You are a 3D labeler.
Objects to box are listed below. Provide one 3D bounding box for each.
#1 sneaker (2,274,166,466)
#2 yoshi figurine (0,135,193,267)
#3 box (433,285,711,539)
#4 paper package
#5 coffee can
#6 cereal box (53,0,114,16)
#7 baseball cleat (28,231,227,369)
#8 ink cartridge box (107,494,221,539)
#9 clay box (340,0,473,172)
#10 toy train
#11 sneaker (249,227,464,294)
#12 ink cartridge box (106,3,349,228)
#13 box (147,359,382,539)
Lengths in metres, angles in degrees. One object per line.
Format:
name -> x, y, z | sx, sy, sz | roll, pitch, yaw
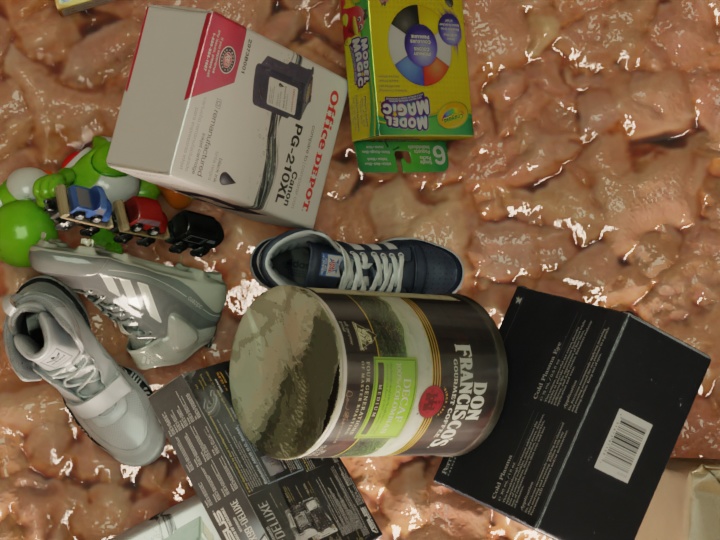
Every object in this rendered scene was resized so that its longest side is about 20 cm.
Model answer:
sneaker -> -0.251, 0.095, 1.631 | 0.075, 0.115, 0.200 | -35, 89, 6
yoshi figurine -> -0.253, -0.056, 1.649 | 0.199, 0.112, 0.113 | -18, 95, -2
box -> 0.183, 0.132, 1.623 | 0.104, 0.182, 0.201 | 27, 86, -28
paper package -> 0.311, 0.262, 1.628 | 0.103, 0.200, 0.192 | 3, 87, -5
coffee can -> 0.007, 0.089, 1.595 | 0.199, 0.146, 0.147 | 4, 86, -42
cereal box -> -0.203, -0.331, 1.696 | 0.199, 0.040, 0.145 | -18, 89, -5
baseball cleat -> -0.207, 0.032, 1.633 | 0.199, 0.070, 0.107 | 12, 91, -33
ink cartridge box -> -0.159, 0.290, 1.649 | 0.199, 0.084, 0.146 | -27, 89, -5
clay box -> 0.043, -0.191, 1.680 | 0.114, 0.047, 0.201 | -4, 87, -37
toy train -> -0.194, -0.044, 1.618 | 0.046, 0.199, 0.034 | -29, 64, 34
sneaker -> 0.000, 0.000, 1.662 | 0.199, 0.108, 0.071 | 3, 88, -4
ink cartridge box -> -0.111, -0.131, 1.612 | 0.084, 0.200, 0.146 | 11, 85, 38
box -> -0.080, 0.173, 1.610 | 0.050, 0.157, 0.201 | -34, 80, 30
